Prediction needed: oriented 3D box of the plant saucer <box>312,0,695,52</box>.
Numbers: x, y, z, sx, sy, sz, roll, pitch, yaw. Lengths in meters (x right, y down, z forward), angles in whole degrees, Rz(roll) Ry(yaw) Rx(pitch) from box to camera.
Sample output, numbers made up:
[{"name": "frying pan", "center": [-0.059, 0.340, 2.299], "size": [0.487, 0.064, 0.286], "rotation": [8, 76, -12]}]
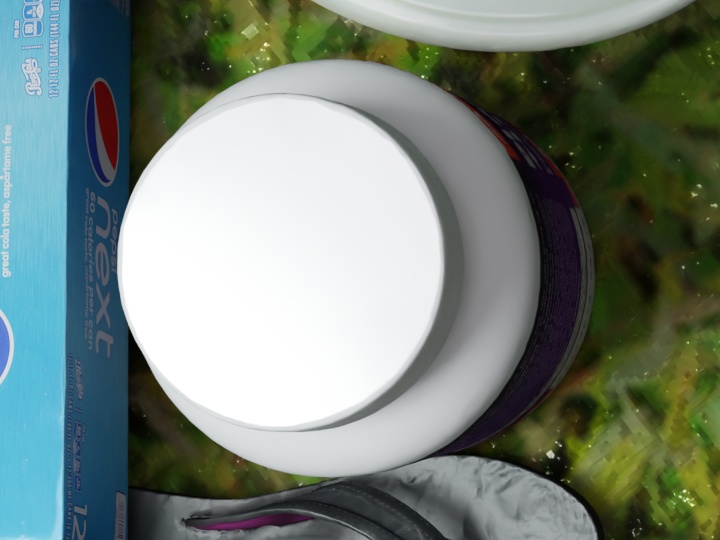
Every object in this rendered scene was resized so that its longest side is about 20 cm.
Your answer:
[{"name": "plant saucer", "center": [0.037, -0.160, 0.703], "size": [0.200, 0.050, 0.200], "rotation": [2, 72, -7]}]

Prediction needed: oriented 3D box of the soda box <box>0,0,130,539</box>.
[{"name": "soda box", "center": [-0.111, -0.007, 0.795], "size": [0.068, 0.064, 0.200], "rotation": [-3, 77, 12]}]

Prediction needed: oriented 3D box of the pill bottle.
[{"name": "pill bottle", "center": [0.000, 0.000, 0.718], "size": [0.111, 0.200, 0.112], "rotation": [0, 89, 11]}]

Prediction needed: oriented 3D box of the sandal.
[{"name": "sandal", "center": [-0.025, 0.098, 0.799], "size": [0.200, 0.048, 0.075], "rotation": [-4, 88, 11]}]
